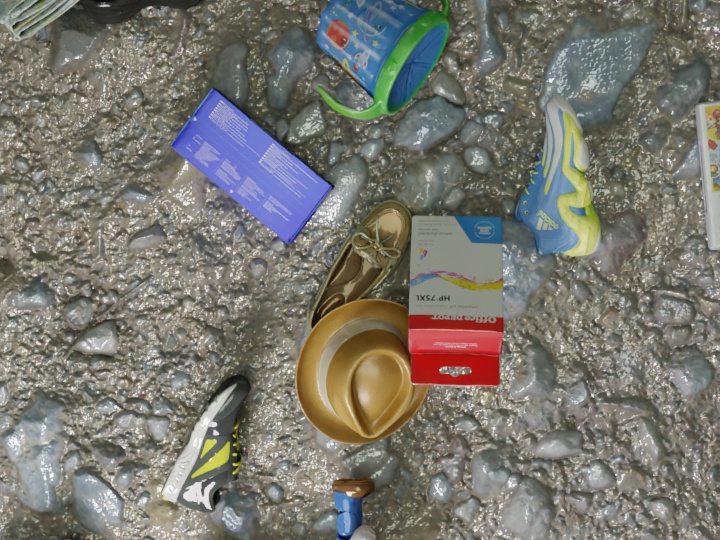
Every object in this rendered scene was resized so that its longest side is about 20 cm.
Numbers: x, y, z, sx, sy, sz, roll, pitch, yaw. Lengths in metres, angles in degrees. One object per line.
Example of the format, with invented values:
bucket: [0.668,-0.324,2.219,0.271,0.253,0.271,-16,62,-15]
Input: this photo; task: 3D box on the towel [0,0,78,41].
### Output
towel: [-0.390,-0.388,1.218,0.170,0.048,0.201,-37,52,5]

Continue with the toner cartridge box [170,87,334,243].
toner cartridge box: [-0.138,-0.134,1.265,0.199,0.043,0.095,40,96,0]

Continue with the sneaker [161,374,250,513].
sneaker: [-0.185,0.230,1.291,0.084,0.075,0.202,29,105,-4]

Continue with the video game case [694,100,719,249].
video game case: [0.526,-0.129,1.221,0.197,0.023,0.185,-7,94,6]

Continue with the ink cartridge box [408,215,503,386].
ink cartridge box: [0.117,0.035,1.197,0.114,0.068,0.203,1,61,4]

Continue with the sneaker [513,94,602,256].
sneaker: [0.234,-0.111,1.220,0.103,0.076,0.203,-13,94,6]

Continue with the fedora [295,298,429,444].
fedora: [0.013,0.139,1.227,0.197,0.082,0.204,-4,110,-12]

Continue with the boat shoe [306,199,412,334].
boat shoe: [0.000,0.000,1.254,0.073,0.063,0.201,33,97,1]

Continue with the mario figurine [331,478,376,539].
mario figurine: [0.010,0.369,1.253,0.105,0.123,0.203,-8,78,41]

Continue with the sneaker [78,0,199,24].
sneaker: [-0.267,-0.365,1.234,0.197,0.091,0.077,-20,91,5]

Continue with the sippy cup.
sippy cup: [0.021,-0.284,1.203,0.130,0.178,0.140,37,141,11]
